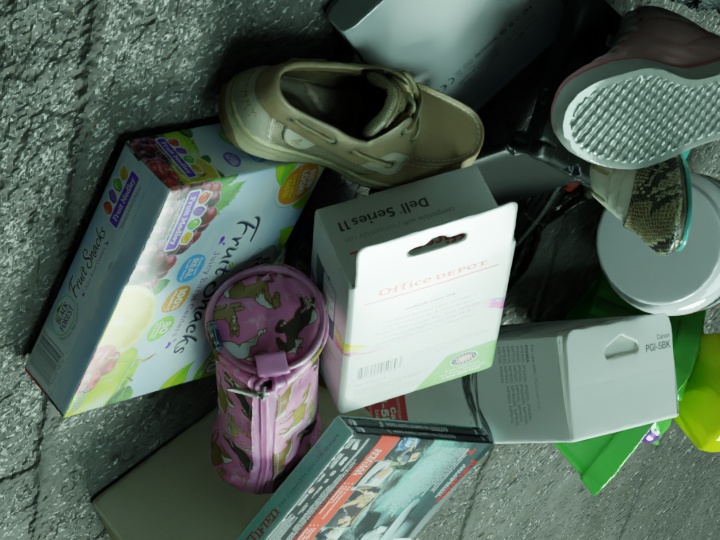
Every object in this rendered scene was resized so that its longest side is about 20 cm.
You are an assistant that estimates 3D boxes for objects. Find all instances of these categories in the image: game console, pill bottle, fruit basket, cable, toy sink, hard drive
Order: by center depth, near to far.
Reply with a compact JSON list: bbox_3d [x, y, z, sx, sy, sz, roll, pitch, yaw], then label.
[{"bbox_3d":[0.062,-0.166,1.642,0.132,0.026,0.200,-43,153,1],"label":"hard drive"},{"bbox_3d":[0.106,-0.111,1.749,0.200,0.116,0.176,14,93,-73],"label":"game console"},{"bbox_3d":[-0.074,0.178,1.858,0.200,0.130,0.112,-37,153,-12],"label":"toy sink"},{"bbox_3d":[0.152,-0.046,1.912,0.200,0.050,0.097,-52,159,16],"label":"cable"},{"bbox_3d":[0.246,-0.022,1.954,0.114,0.114,0.200,-47,170,11],"label":"pill bottle"},{"bbox_3d":[0.254,0.101,2.053,0.216,0.216,0.156,1,131,-54],"label":"fruit basket"}]

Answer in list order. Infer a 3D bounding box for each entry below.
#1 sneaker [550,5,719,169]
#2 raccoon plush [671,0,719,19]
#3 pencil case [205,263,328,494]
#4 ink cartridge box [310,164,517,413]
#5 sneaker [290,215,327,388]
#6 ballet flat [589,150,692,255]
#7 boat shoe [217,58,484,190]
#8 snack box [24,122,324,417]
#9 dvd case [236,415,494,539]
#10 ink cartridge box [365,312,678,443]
[{"bbox_3d":[0.183,-0.126,1.683,0.200,0.105,0.075,-12,124,-37],"label":"sneaker"},{"bbox_3d":[0.219,-0.192,1.674,0.200,0.134,0.097,-29,150,-38],"label":"raccoon plush"},{"bbox_3d":[-0.062,0.077,1.664,0.087,0.083,0.200,-40,160,-21],"label":"pencil case"},{"bbox_3d":[0.031,0.003,1.626,0.117,0.067,0.200,-16,150,-14],"label":"ink cartridge box"},{"bbox_3d":[0.000,0.000,1.770,0.088,0.075,0.200,-36,164,-29],"label":"sneaker"},{"bbox_3d":[0.195,-0.074,1.728,0.200,0.075,0.068,-72,175,-57],"label":"ballet flat"},{"bbox_3d":[0.008,-0.094,1.573,0.200,0.071,0.064,3,164,-39],"label":"boat shoe"},{"bbox_3d":[-0.119,-0.004,1.607,0.142,0.053,0.200,-16,145,-45],"label":"snack box"},{"bbox_3d":[-0.001,0.165,1.769,0.146,0.022,0.200,-52,151,17],"label":"dvd case"},{"bbox_3d":[0.121,0.085,1.908,0.200,0.083,0.147,-5,-178,42],"label":"ink cartridge box"}]
